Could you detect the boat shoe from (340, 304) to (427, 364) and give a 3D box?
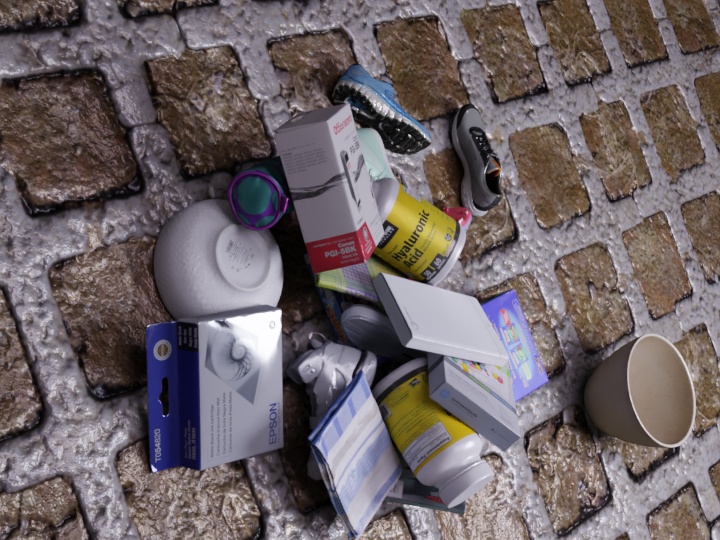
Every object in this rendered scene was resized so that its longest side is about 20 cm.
[{"bbox_3d":[0.042,0.091,1.690,0.199,0.071,0.063,31,42,-40],"label":"boat shoe"}]

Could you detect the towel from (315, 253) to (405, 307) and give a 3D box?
[{"bbox_3d":[0.000,0.000,1.666,0.198,0.023,0.145,20,35,-35],"label":"towel"}]

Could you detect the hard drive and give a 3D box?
[{"bbox_3d":[0.120,0.073,1.650,0.198,0.027,0.133,14,36,-38],"label":"hard drive"}]

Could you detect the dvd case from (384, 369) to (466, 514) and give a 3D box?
[{"bbox_3d":[0.101,0.259,1.702,0.143,0.022,0.203,9,63,0],"label":"dvd case"}]

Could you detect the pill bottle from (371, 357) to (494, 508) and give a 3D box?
[{"bbox_3d":[0.107,0.239,1.637,0.111,0.113,0.201,-15,63,-43],"label":"pill bottle"}]

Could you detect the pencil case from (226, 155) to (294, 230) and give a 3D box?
[{"bbox_3d":[-0.117,-0.115,1.589,0.200,0.091,0.087,-41,144,-70],"label":"pencil case"}]

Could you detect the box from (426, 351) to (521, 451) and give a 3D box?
[{"bbox_3d":[0.165,0.156,1.673,0.155,0.041,0.201,38,25,-20],"label":"box"}]

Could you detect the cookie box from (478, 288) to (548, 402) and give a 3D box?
[{"bbox_3d":[0.201,0.144,1.843,0.199,0.075,0.174,-21,90,-43],"label":"cookie box"}]

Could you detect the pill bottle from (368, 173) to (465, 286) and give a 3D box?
[{"bbox_3d":[0.053,-0.071,1.693,0.198,0.111,0.112,32,56,-16],"label":"pill bottle"}]

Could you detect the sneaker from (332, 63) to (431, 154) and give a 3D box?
[{"bbox_3d":[0.048,-0.273,1.851,0.199,0.078,0.091,37,51,-27],"label":"sneaker"}]

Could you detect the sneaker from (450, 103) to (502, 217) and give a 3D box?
[{"bbox_3d":[0.214,-0.200,1.971,0.073,0.079,0.204,2,73,-38],"label":"sneaker"}]

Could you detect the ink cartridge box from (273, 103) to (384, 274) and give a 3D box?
[{"bbox_3d":[-0.040,-0.117,1.549,0.147,0.082,0.203,-58,134,-69],"label":"ink cartridge box"}]

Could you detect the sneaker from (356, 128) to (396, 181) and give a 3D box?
[{"bbox_3d":[0.008,-0.127,1.765,0.117,0.073,0.203,-13,74,-49],"label":"sneaker"}]

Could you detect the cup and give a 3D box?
[{"bbox_3d":[0.490,0.228,2.025,0.198,0.142,0.204,15,67,-37],"label":"cup"}]

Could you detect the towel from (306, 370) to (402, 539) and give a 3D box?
[{"bbox_3d":[-0.003,0.262,1.575,0.147,0.024,0.202,-50,133,-37],"label":"towel"}]

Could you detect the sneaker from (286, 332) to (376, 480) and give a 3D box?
[{"bbox_3d":[-0.061,0.190,1.604,0.114,0.075,0.202,27,74,-13],"label":"sneaker"}]

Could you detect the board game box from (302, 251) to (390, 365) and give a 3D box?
[{"bbox_3d":[0.003,0.045,1.730,0.134,0.034,0.203,-21,90,-43],"label":"board game box"}]

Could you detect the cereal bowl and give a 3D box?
[{"bbox_3d":[-0.184,-0.007,1.553,0.198,0.083,0.204,15,67,-38],"label":"cereal bowl"}]

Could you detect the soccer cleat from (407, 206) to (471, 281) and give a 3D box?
[{"bbox_3d":[0.132,-0.034,1.864,0.201,0.066,0.077,-54,143,-44],"label":"soccer cleat"}]

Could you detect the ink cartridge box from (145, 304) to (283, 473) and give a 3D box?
[{"bbox_3d":[-0.188,0.157,1.478,0.198,0.040,0.203,-9,103,-42],"label":"ink cartridge box"}]
